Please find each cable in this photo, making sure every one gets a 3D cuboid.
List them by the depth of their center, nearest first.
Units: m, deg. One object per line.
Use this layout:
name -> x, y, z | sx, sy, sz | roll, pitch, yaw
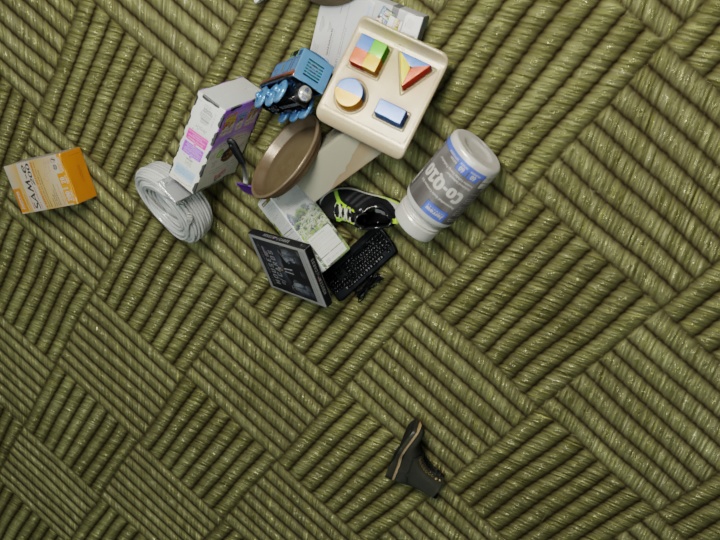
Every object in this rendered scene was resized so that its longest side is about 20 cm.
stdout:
cable -> -0.414, -0.153, 1.544 | 0.199, 0.069, 0.201 | 39, 155, 12

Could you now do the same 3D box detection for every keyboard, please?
keyboard -> -0.355, -0.190, 1.470 | 0.011, 0.200, 0.057 | -34, 97, 27
keyboard -> 0.000, 0.000, 1.497 | 0.104, 0.040, 0.200 | 47, 123, -1

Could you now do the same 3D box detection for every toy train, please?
toy train -> -0.131, -0.349, 1.324 | 0.086, 0.199, 0.116 | 28, 84, -27

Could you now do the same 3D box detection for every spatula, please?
spatula -> -0.245, -0.210, 1.456 | 0.056, 0.021, 0.201 | 14, 151, 16

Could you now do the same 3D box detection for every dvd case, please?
dvd case -> -0.153, -0.008, 1.504 | 0.198, 0.025, 0.152 | 16, 136, 44

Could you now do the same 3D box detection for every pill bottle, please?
pill bottle -> 0.159, -0.155, 1.312 | 0.114, 0.114, 0.200 | 41, 122, 1

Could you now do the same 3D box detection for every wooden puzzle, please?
wooden puzzle -> 0.036, -0.328, 1.241 | 0.183, 0.046, 0.203 | 27, 96, 9

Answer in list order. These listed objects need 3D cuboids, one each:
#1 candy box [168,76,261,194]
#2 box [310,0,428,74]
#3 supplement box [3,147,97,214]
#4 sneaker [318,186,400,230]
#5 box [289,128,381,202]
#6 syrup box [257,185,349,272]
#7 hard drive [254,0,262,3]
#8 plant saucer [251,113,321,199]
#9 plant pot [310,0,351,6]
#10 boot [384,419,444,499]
candy box -> -0.290, -0.277, 1.421 | 0.071, 0.168, 0.201 | 34, 122, 5
box -> 0.010, -0.428, 1.296 | 0.197, 0.041, 0.158 | 24, 119, 11
supplement box -> -0.761, -0.219, 1.709 | 0.197, 0.074, 0.128 | -6, 110, 26
sneaker -> -0.005, -0.123, 1.415 | 0.197, 0.083, 0.073 | 6, 115, 23
box -> -0.039, -0.231, 1.370 | 0.199, 0.096, 0.078 | -32, 114, 33
syrup box -> -0.120, -0.094, 1.468 | 0.201, 0.079, 0.081 | 52, 154, -5
hard drive -> -0.201, -0.630, 1.304 | 0.131, 0.026, 0.202 | -26, 101, 31
plant saucer -> -0.144, -0.222, 1.383 | 0.199, 0.202, 0.029 | -31, 128, 32
plant pot -> -0.077, -0.556, 1.156 | 0.184, 0.200, 0.191 | 3, 101, 16
boot -> 0.150, 0.439, 1.620 | 0.137, 0.078, 0.202 | 25, 134, 7
